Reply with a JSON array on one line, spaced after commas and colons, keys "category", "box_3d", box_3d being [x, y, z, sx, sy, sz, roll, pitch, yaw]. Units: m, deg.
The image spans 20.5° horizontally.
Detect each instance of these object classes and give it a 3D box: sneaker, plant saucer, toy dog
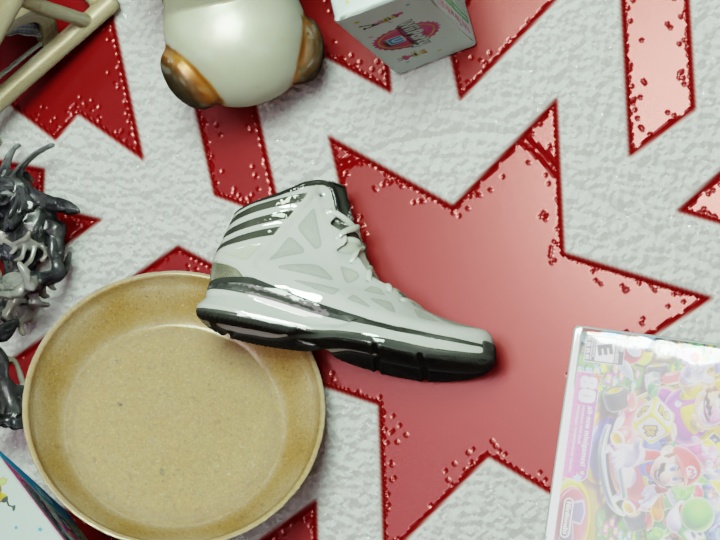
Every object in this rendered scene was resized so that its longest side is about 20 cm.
[{"category": "sneaker", "box_3d": [0.000, 0.000, 1.306, 0.198, 0.076, 0.116, 13, 74, 7]}, {"category": "plant saucer", "box_3d": [-0.123, 0.096, 1.317, 0.198, 0.036, 0.202, 3, 59, -5]}, {"category": "toy dog", "box_3d": [-0.084, -0.208, 1.313, 0.139, 0.202, 0.194, -21, 33, -21]}]

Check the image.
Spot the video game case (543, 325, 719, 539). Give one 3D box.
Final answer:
[{"category": "video game case", "box_3d": [0.221, 0.118, 1.249, 0.198, 0.018, 0.145, 7, 85, 18]}]

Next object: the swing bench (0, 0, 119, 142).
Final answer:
[{"category": "swing bench", "box_3d": [-0.318, -0.190, 1.407, 0.200, 0.130, 0.199, -46, 73, 13]}]

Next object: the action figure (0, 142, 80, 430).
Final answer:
[{"category": "action figure", "box_3d": [-0.257, 0.006, 1.375, 0.118, 0.102, 0.202, 3, 85, 30]}]

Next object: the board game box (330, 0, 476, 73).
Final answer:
[{"category": "board game box", "box_3d": [0.007, -0.246, 1.296, 0.064, 0.147, 0.202, -18, 77, 13]}]

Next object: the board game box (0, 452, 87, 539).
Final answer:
[{"category": "board game box", "box_3d": [-0.178, 0.223, 1.269, 0.064, 0.148, 0.200, -41, 64, -7]}]
